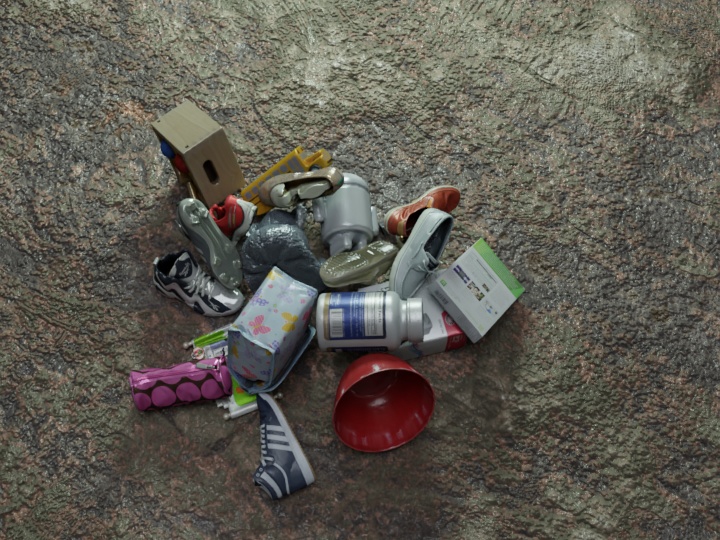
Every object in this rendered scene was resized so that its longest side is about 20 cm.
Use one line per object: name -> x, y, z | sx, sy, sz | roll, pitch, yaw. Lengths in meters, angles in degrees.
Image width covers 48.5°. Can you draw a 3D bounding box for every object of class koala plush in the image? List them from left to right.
koala plush -> -0.165, -0.056, 1.647 | 0.175, 0.185, 0.202 | -22, 37, 11

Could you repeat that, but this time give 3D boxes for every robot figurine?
robot figurine -> -0.032, -0.121, 1.698 | 0.168, 0.112, 0.204 | 16, 58, -36

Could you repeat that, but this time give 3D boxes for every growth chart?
growth chart -> -0.250, 0.197, 1.600 | 0.143, 0.018, 0.202 | -28, 69, -14

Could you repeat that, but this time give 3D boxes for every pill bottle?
pill bottle -> 0.020, 0.096, 1.508 | 0.196, 0.111, 0.113 | -2, 64, 6

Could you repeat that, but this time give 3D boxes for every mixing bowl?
mixing bowl -> 0.033, 0.232, 1.513 | 0.196, 0.203, 0.109 | -13, 34, -7

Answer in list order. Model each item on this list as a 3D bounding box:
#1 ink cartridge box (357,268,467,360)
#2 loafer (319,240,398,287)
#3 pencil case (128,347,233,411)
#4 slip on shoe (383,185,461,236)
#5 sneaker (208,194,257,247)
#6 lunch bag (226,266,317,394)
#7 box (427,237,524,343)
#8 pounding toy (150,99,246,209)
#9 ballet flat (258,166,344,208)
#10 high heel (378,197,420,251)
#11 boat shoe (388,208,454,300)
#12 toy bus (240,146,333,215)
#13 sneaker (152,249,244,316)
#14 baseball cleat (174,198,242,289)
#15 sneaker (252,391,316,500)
ink cartridge box -> 0.103, 0.095, 1.617 | 0.196, 0.086, 0.150 | -12, 66, -8
loafer -> 0.000, 0.000, 1.603 | 0.198, 0.069, 0.075 | -20, 37, -39
pencil case -> -0.347, 0.213, 1.535 | 0.196, 0.094, 0.092 | -12, 70, 3
slip on shoe -> 0.137, -0.117, 1.632 | 0.198, 0.075, 0.061 | -25, 35, -33
sneaker -> -0.276, -0.098, 1.640 | 0.084, 0.200, 0.078 | 31, 54, -14
lunch bag -> -0.167, 0.127, 1.521 | 0.126, 0.201, 0.171 | 28, 53, 7
box -> 0.236, 0.037, 1.611 | 0.145, 0.036, 0.199 | 50, 47, 3
pounding toy -> -0.346, -0.214, 1.704 | 0.141, 0.202, 0.184 | -36, 48, -17
ballet flat -> -0.129, -0.164, 1.627 | 0.197, 0.069, 0.068 | -15, 30, 21
high heel -> 0.139, -0.081, 1.680 | 0.141, 0.072, 0.200 | -29, 43, -8
boat shoe -> 0.121, -0.026, 1.558 | 0.071, 0.070, 0.204 | 18, 80, 51
toy bus -> -0.155, -0.196, 1.706 | 0.199, 0.065, 0.079 | -35, 98, 17
sneaker -> -0.335, 0.021, 1.617 | 0.196, 0.130, 0.080 | 24, 67, 10
baseball cleat -> -0.305, -0.055, 1.609 | 0.069, 0.106, 0.203 | -32, 104, -26
sneaker -> -0.174, 0.332, 1.507 | 0.107, 0.070, 0.202 | -27, 73, -15
